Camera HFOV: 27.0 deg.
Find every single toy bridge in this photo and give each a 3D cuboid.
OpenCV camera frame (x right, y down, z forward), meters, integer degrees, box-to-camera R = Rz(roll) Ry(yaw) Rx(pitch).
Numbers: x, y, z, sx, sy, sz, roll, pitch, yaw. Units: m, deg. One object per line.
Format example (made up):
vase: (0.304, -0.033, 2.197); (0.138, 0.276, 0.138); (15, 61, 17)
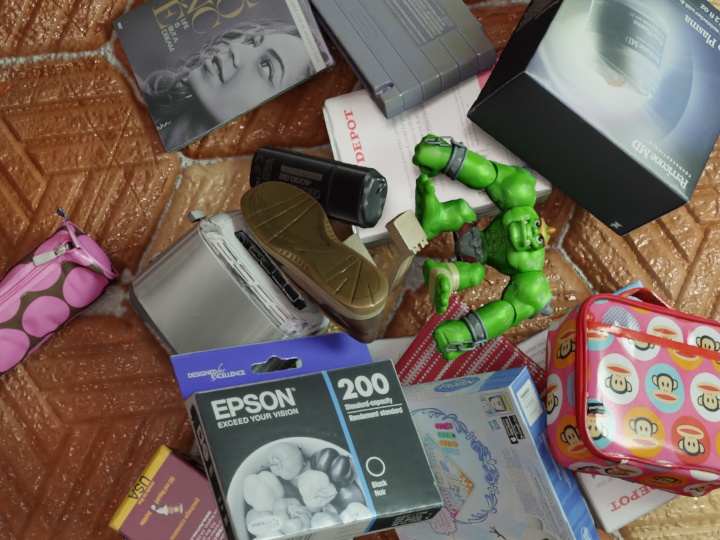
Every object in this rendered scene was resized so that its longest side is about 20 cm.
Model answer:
toy bridge: (0.000, 0.000, 1.431); (0.027, 0.199, 0.068); (-37, 98, -36)

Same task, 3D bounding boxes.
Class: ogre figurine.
ogre figurine: (0.115, -0.027, 1.391); (0.118, 0.098, 0.202); (-5, 62, -13)

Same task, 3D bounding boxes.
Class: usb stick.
usb stick: (-0.044, -0.082, 1.439); (0.032, 0.199, 0.056); (4, 98, -38)

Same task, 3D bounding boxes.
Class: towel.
towel: (0.120, 0.138, 1.420); (0.200, 0.022, 0.145); (41, 107, 14)

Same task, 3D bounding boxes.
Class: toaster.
toaster: (-0.117, 0.038, 1.436); (0.129, 0.113, 0.201); (-45, 79, 25)

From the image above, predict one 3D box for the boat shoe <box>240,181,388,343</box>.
boat shoe: (-0.045, -0.006, 1.392); (0.072, 0.073, 0.200); (-31, 53, -25)

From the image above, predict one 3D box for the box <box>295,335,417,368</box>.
box: (0.038, 0.139, 1.479); (0.197, 0.036, 0.147); (-7, 85, 3)

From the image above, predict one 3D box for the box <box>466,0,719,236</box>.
box: (0.240, -0.178, 1.404); (0.199, 0.123, 0.200); (35, 65, -12)

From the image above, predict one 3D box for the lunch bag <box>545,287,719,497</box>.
lunch bag: (0.261, 0.101, 1.344); (0.198, 0.082, 0.179); (13, 65, -24)

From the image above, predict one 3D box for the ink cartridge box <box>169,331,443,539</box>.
ink cartridge box: (-0.048, 0.139, 1.304); (0.196, 0.044, 0.202); (-7, 60, -27)

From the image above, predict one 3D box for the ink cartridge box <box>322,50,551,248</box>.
ink cartridge box: (0.074, -0.117, 1.477); (0.197, 0.083, 0.149); (-15, 85, 0)

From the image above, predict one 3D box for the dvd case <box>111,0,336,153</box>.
dvd case: (-0.139, -0.229, 1.503); (0.198, 0.016, 0.150); (-26, 84, 15)

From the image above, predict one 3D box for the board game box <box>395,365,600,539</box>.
board game box: (0.104, 0.197, 1.381); (0.197, 0.043, 0.202); (-13, 107, 39)

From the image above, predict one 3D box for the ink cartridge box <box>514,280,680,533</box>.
ink cartridge box: (0.251, 0.132, 1.448); (0.143, 0.085, 0.202); (-27, 86, -1)

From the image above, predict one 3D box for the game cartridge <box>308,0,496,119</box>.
game cartridge: (0.035, -0.246, 1.468); (0.128, 0.039, 0.201); (-24, 56, -12)

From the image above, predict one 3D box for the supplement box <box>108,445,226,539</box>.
supplement box: (-0.112, 0.245, 1.316); (0.199, 0.110, 0.086); (34, 83, 4)

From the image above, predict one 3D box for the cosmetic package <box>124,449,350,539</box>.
cosmetic package: (-0.133, 0.305, 1.429); (0.198, 0.123, 0.202); (23, 86, 2)

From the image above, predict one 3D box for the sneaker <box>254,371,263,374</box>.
sneaker: (-0.045, 0.168, 1.396); (0.200, 0.066, 0.078); (40, 117, -20)

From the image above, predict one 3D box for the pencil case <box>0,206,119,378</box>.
pencil case: (-0.338, 0.037, 1.474); (0.200, 0.094, 0.091); (-42, 85, -1)
